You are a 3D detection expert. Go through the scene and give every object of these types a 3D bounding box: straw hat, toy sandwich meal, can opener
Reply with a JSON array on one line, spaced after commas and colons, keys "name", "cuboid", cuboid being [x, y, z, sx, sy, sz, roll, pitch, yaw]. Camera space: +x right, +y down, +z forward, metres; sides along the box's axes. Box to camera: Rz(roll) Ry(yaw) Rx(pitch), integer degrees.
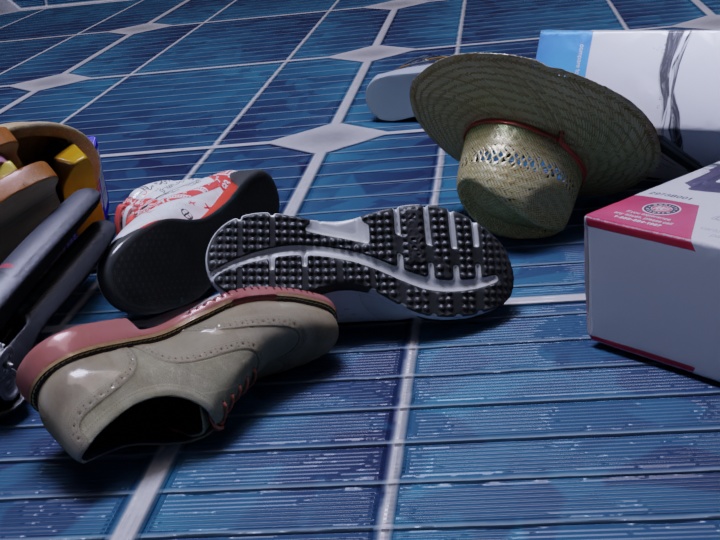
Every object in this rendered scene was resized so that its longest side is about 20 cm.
[{"name": "straw hat", "cuboid": [0.120, -0.072, 0.901, 0.200, 0.201, 0.085, 5, 64, 28]}, {"name": "toy sandwich meal", "cuboid": [-0.251, -0.024, 0.827, 0.205, 0.205, 0.070, -25, 64, -40]}, {"name": "can opener", "cuboid": [-0.212, 0.018, 0.736, 0.078, 0.064, 0.200, 10, 49, 22]}]

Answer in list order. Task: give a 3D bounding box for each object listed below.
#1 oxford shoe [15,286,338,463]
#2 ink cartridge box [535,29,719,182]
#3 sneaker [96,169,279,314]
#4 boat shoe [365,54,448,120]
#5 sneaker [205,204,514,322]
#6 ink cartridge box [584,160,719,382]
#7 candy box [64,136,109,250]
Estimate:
[{"name": "oxford shoe", "cuboid": [-0.087, 0.063, 0.672, 0.199, 0.071, 0.075, -14, 52, -34]}, {"name": "ink cartridge box", "cuboid": [0.251, -0.126, 0.937, 0.199, 0.085, 0.144, 6, -10, 32]}, {"name": "sneaker", "cuboid": [-0.155, -0.019, 0.895, 0.107, 0.068, 0.201, -4, 22, 33]}, {"name": "boat shoe", "cuboid": [0.109, -0.210, 1.313, 0.199, 0.071, 0.091, 2, 25, 27]}, {"name": "sneaker", "cuboid": [0.000, 0.000, 0.778, 0.199, 0.074, 0.080, 5, -17, -5]}, {"name": "ink cartridge box", "cuboid": [0.252, -0.010, 0.705, 0.199, 0.085, 0.144, -21, 25, -35]}, {"name": "candy box", "cuboid": [-0.319, -0.046, 0.995, 0.199, 0.077, 0.169, -7, 21, -5]}]
